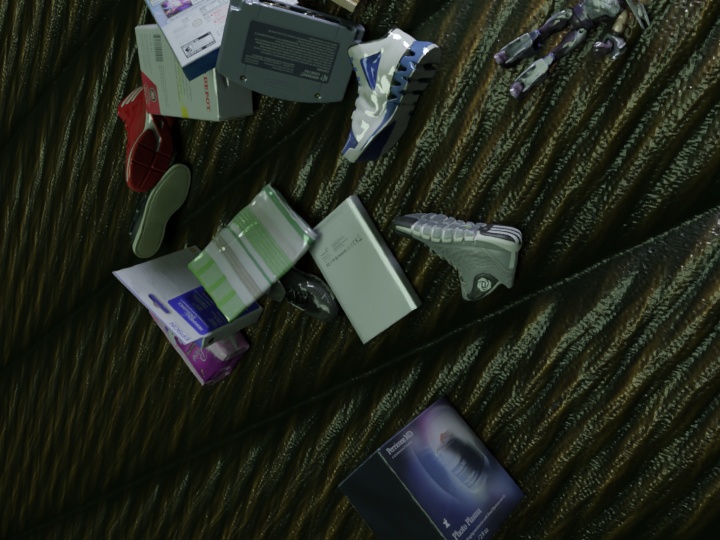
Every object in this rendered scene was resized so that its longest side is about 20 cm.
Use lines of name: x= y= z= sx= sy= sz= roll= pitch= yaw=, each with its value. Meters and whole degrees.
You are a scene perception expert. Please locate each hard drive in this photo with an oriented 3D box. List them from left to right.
hard drive: x=0.000 y=0.000 z=1.228 sx=0.131 sy=0.027 sz=0.202 roll=-37 pitch=81 yaw=37

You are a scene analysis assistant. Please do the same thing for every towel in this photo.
towel: x=-0.181 y=-0.032 z=1.261 sx=0.200 sy=0.031 sz=0.149 roll=-43 pitch=59 yaw=0

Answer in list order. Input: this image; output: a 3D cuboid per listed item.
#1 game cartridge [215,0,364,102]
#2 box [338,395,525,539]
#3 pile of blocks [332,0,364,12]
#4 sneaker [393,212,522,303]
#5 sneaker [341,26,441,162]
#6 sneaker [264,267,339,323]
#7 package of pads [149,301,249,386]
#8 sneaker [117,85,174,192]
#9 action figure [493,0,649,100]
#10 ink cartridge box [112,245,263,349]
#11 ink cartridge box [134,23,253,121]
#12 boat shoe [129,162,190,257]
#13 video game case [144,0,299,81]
game cartridge: x=-0.105 y=-0.316 z=1.117 sx=0.041 sy=0.196 sz=0.135 roll=-108 pitch=33 yaw=-52
box: x=0.108 y=0.328 z=1.141 sx=0.199 sy=0.199 sz=0.124 roll=49 pitch=126 yaw=12
pile of blocks: x=-0.061 y=-0.452 z=1.096 sx=0.200 sy=0.082 sz=0.063 roll=43 pitch=125 yaw=18
sneaker: x=0.132 y=-0.012 z=1.099 sx=0.197 sy=0.075 sz=0.118 roll=13 pitch=114 yaw=32
sneaker: x=0.024 y=-0.264 z=1.104 sx=0.115 sy=0.080 sz=0.201 roll=44 pitch=118 yaw=21
sneaker: x=-0.124 y=0.027 z=1.286 sx=0.199 sy=0.090 sz=0.067 roll=41 pitch=125 yaw=19
package of pads: x=-0.310 y=0.108 z=1.457 sx=0.201 sy=0.075 sz=0.121 roll=51 pitch=129 yaw=12
sneaker: x=-0.399 y=-0.243 z=1.399 sx=0.114 sy=0.078 sz=0.204 roll=9 pitch=79 yaw=44
action figure: x=0.257 y=-0.295 z=0.924 sx=0.199 sy=0.069 sz=0.132 roll=-37 pitch=77 yaw=34
ink cartridge box: x=-0.306 y=0.049 z=1.356 sx=0.197 sy=0.199 sz=0.044 roll=40 pitch=123 yaw=19
ink cartridge box: x=-0.275 y=-0.333 z=1.276 sx=0.197 sy=0.083 sz=0.148 roll=15 pitch=116 yaw=37
boat shoe: x=-0.383 y=-0.124 z=1.440 sx=0.066 sy=0.074 sz=0.202 roll=46 pitch=120 yaw=37
video game case: x=-0.216 y=-0.410 z=1.155 sx=0.198 sy=0.046 sz=0.183 roll=-29 pitch=75 yaw=-5
